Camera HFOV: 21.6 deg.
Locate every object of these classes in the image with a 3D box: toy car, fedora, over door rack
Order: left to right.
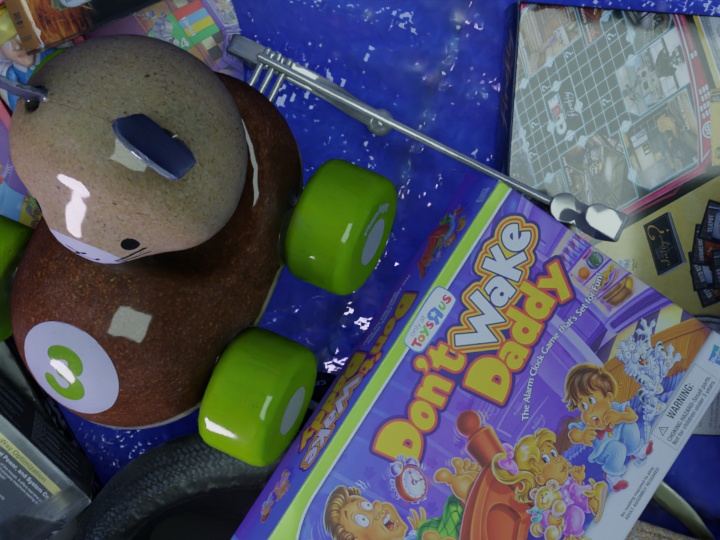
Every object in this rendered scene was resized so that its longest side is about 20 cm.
[{"bbox_3d":[-0.096,-0.027,0.734,0.164,0.200,0.158,23,80,15],"label":"toy car"},{"bbox_3d":[-0.034,0.136,0.877,0.200,0.092,0.201,-1,117,-1],"label":"fedora"},{"bbox_3d":[0.000,0.000,0.864,0.200,0.067,0.148,26,90,8],"label":"over door rack"}]

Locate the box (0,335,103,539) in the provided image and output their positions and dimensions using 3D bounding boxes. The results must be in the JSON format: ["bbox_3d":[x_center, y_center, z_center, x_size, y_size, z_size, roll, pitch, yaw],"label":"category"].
[{"bbox_3d":[-0.246,0.079,0.870,0.198,0.050,0.200,-27,106,-2],"label":"box"}]

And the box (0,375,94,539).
[{"bbox_3d":[-0.242,0.079,0.819,0.161,0.049,0.200,-42,106,8],"label":"box"}]

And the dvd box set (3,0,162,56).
[{"bbox_3d":[-0.120,-0.214,0.831,0.146,0.029,0.200,-26,102,-21],"label":"dvd box set"}]

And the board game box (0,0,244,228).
[{"bbox_3d":[-0.154,-0.088,0.865,0.200,0.039,0.158,14,97,-7],"label":"board game box"}]

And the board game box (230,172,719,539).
[{"bbox_3d":[0.050,0.080,0.792,0.134,0.045,0.200,33,87,-16],"label":"board game box"}]

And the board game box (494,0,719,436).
[{"bbox_3d":[0.131,-0.023,0.900,0.135,0.035,0.200,4,94,-7],"label":"board game box"}]

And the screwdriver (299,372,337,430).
[{"bbox_3d":[0.031,0.059,0.914,0.200,0.029,0.028,-4,99,-4],"label":"screwdriver"}]

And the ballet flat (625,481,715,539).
[{"bbox_3d":[0.104,0.116,0.920,0.200,0.068,0.067,28,76,-15],"label":"ballet flat"}]
